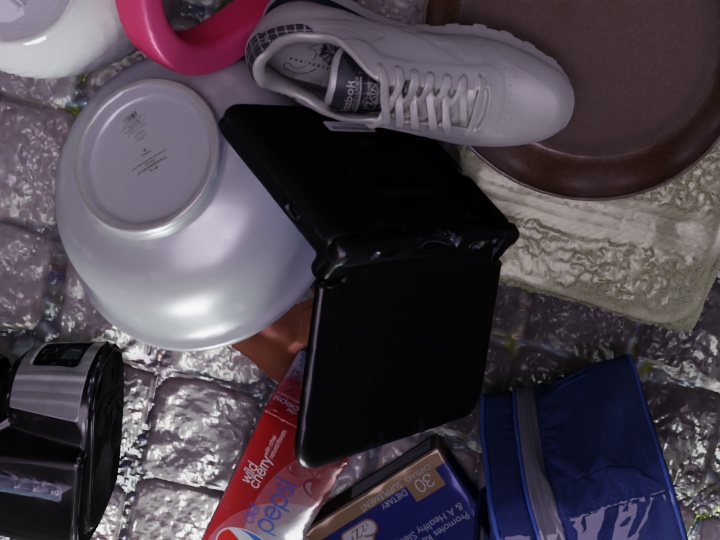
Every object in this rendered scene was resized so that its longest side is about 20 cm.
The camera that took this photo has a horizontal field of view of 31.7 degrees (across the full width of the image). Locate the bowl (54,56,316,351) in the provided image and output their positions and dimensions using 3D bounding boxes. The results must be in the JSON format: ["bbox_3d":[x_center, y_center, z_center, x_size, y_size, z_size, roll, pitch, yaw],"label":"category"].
[{"bbox_3d":[-0.114,-0.058,0.788,0.199,0.090,0.204,-4,75,16],"label":"bowl"}]

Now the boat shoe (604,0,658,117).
[{"bbox_3d":[0.170,-0.187,0.794,0.074,0.069,0.201,-25,109,9],"label":"boat shoe"}]

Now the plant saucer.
[{"bbox_3d":[0.135,-0.139,0.766,0.198,0.032,0.202,11,124,16],"label":"plant saucer"}]

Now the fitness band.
[{"bbox_3d":[-0.063,-0.199,0.745,0.037,0.200,0.145,30,143,24],"label":"fitness band"}]

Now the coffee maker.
[{"bbox_3d":[-0.272,0.126,0.891,0.197,0.135,0.194,10,129,1],"label":"coffee maker"}]

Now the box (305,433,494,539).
[{"bbox_3d":[0.063,0.233,0.939,0.121,0.032,0.201,-33,102,11],"label":"box"}]

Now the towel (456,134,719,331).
[{"bbox_3d":[0.155,-0.047,0.851,0.198,0.037,0.150,14,105,-1],"label":"towel"}]

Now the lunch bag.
[{"bbox_3d":[0.140,0.160,0.826,0.131,0.200,0.137,-17,110,10],"label":"lunch bag"}]

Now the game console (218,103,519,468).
[{"bbox_3d":[0.000,0.000,0.768,0.176,0.199,0.117,50,118,20],"label":"game console"}]

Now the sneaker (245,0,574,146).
[{"bbox_3d":[0.030,-0.107,0.748,0.197,0.081,0.077,11,116,-2],"label":"sneaker"}]

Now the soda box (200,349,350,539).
[{"bbox_3d":[-0.057,0.148,0.861,0.063,0.070,0.201,28,129,1],"label":"soda box"}]

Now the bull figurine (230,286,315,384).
[{"bbox_3d":[-0.051,0.023,0.869,0.199,0.065,0.122,31,101,-8],"label":"bull figurine"}]

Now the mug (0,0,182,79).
[{"bbox_3d":[-0.166,-0.203,0.752,0.199,0.176,0.148,-35,102,12],"label":"mug"}]
